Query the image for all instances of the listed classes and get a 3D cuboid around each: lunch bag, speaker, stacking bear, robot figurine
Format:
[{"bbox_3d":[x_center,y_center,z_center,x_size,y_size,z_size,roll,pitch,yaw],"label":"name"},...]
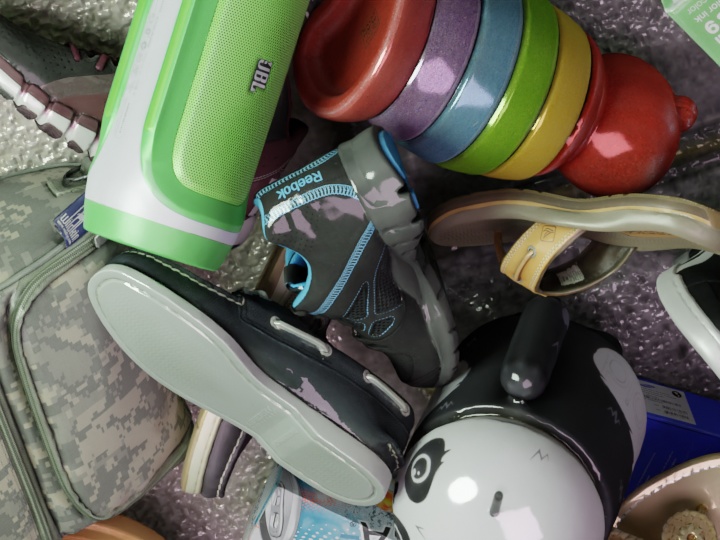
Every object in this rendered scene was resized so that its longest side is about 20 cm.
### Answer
[{"bbox_3d":[-0.188,0.048,1.549,0.167,0.139,0.201,-24,127,-12],"label":"lunch bag"},{"bbox_3d":[-0.077,-0.106,1.429,0.088,0.088,0.201,17,91,-17],"label":"speaker"},{"bbox_3d":[0.082,-0.099,1.496,0.199,0.114,0.122,20,119,-23],"label":"stacking bear"},{"bbox_3d":[0.088,0.103,1.566,0.124,0.200,0.151,-22,111,29],"label":"robot figurine"}]

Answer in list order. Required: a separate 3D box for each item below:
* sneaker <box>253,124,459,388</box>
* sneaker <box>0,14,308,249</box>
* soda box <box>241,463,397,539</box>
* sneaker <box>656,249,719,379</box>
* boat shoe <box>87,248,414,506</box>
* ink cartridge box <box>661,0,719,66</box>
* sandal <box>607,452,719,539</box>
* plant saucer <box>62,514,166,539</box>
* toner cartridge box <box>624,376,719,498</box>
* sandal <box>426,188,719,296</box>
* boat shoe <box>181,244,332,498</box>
[{"bbox_3d":[0.000,0.000,1.493,0.081,0.074,0.200,-21,141,1],"label":"sneaker"},{"bbox_3d":[-0.112,-0.109,1.498,0.200,0.076,0.116,36,98,-25],"label":"sneaker"},{"bbox_3d":[0.031,0.177,1.667,0.199,0.064,0.069,25,119,-5],"label":"soda box"},{"bbox_3d":[0.224,-0.004,1.527,0.112,0.200,0.073,-37,97,12],"label":"sneaker"},{"bbox_3d":[-0.056,0.046,1.491,0.200,0.061,0.075,41,146,-21],"label":"boat shoe"},{"bbox_3d":[0.238,-0.131,1.463,0.087,0.146,0.200,-40,119,20],"label":"ink cartridge box"},{"bbox_3d":[0.144,0.187,1.583,0.211,0.070,0.078,-34,107,20],"label":"sandal"},{"bbox_3d":[-0.186,0.224,1.659,0.198,0.038,0.201,-3,127,-4],"label":"plant saucer"},{"bbox_3d":[0.165,0.163,1.711,0.094,0.043,0.201,17,120,-15],"label":"toner cartridge box"},{"bbox_3d":[0.115,-0.012,1.518,0.080,0.199,0.054,12,83,-51],"label":"sandal"},{"bbox_3d":[-0.038,0.041,1.559,0.064,0.072,0.201,25,92,-2],"label":"boat shoe"}]
